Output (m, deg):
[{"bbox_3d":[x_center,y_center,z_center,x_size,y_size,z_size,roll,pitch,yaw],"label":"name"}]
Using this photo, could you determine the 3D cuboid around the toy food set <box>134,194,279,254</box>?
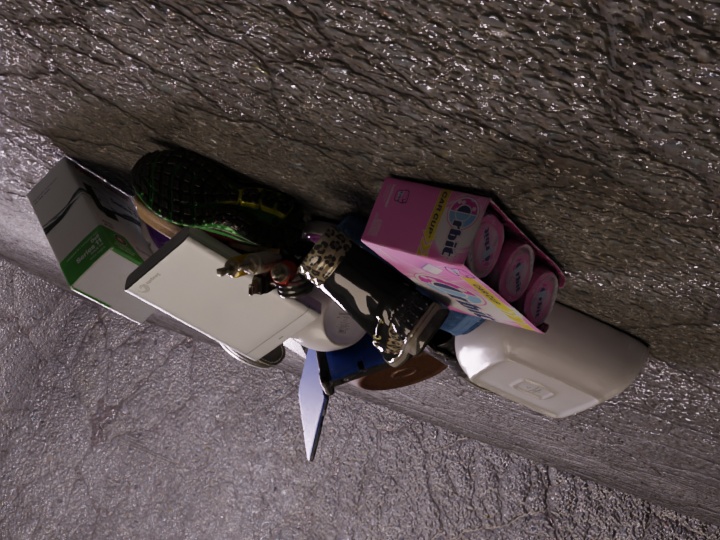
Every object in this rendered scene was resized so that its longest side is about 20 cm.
[{"bbox_3d":[-0.187,-0.053,1.271,0.198,0.049,0.198,28,-174,7],"label":"toy food set"}]

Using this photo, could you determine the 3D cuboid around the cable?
[{"bbox_3d":[-0.080,-0.013,1.164,0.096,0.051,0.200,6,-161,18],"label":"cable"}]

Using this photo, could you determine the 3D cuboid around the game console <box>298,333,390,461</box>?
[{"bbox_3d":[-0.017,0.142,1.409,0.200,0.169,0.119,-109,-1,-66],"label":"game console"}]

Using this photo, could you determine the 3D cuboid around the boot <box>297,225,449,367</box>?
[{"bbox_3d":[0.008,0.026,1.081,0.153,0.074,0.204,38,169,-1],"label":"boot"}]

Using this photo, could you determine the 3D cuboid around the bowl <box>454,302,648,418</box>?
[{"bbox_3d":[0.213,0.109,1.213,0.198,0.075,0.200,25,159,-8],"label":"bowl"}]

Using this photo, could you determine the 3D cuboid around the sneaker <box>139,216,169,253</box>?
[{"bbox_3d":[-0.215,-0.029,1.391,0.200,0.081,0.083,48,134,4],"label":"sneaker"}]

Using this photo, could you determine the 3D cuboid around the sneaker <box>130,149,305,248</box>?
[{"bbox_3d":[-0.164,-0.070,1.149,0.198,0.079,0.085,24,169,-12],"label":"sneaker"}]

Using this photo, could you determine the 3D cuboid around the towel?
[{"bbox_3d":[0.052,0.010,1.141,0.198,0.049,0.112,25,150,-11],"label":"towel"}]

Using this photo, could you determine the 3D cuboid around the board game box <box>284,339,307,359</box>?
[{"bbox_3d":[-0.134,0.059,1.584,0.104,0.023,0.201,33,158,29],"label":"board game box"}]

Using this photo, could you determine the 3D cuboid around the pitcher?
[{"bbox_3d":[-0.052,0.035,1.390,0.170,0.123,0.199,4,-168,-36],"label":"pitcher"}]

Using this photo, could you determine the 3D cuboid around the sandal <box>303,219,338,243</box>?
[{"bbox_3d":[-0.005,-0.001,1.244,0.082,0.050,0.202,10,162,45],"label":"sandal"}]

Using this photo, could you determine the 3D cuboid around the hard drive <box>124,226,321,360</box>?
[{"bbox_3d":[-0.163,0.032,1.227,0.199,0.027,0.131,33,130,-30],"label":"hard drive"}]

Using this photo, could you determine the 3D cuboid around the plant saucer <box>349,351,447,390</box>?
[{"bbox_3d":[0.063,0.139,1.534,0.198,0.037,0.201,-13,158,-6],"label":"plant saucer"}]

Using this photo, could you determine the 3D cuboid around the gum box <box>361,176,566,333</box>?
[{"bbox_3d":[0.103,-0.008,0.960,0.113,0.067,0.200,15,168,36],"label":"gum box"}]

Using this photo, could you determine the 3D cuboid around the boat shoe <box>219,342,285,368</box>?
[{"bbox_3d":[-0.159,0.054,1.318,0.060,0.072,0.202,1,135,52],"label":"boat shoe"}]

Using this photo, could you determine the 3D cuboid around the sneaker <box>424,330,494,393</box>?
[{"bbox_3d":[0.122,0.099,1.337,0.198,0.060,0.104,30,174,9],"label":"sneaker"}]

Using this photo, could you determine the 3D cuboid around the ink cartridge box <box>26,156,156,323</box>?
[{"bbox_3d":[-0.354,-0.043,1.403,0.201,0.083,0.146,53,-170,35],"label":"ink cartridge box"}]
